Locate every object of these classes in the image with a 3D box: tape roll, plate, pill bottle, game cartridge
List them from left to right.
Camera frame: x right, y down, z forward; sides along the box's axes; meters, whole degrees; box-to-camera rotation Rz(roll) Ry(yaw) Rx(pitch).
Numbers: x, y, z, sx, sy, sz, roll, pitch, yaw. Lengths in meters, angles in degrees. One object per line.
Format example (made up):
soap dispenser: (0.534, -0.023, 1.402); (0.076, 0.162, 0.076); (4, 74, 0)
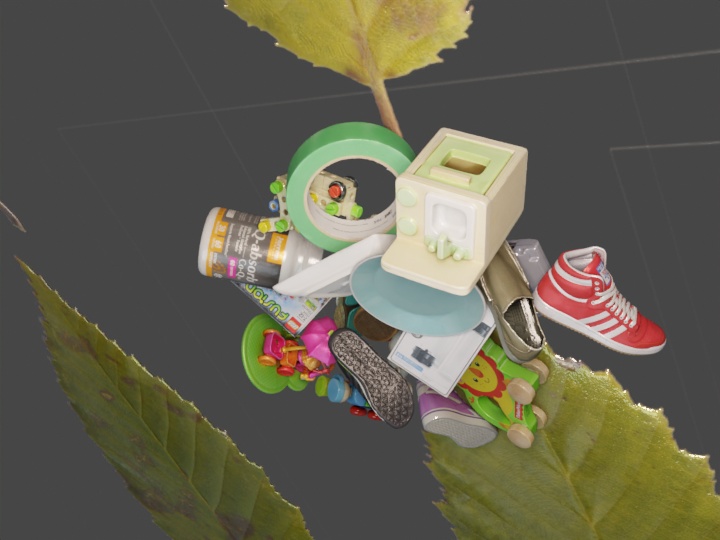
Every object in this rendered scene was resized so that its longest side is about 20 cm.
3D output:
pill bottle: (-0.160, -0.031, 1.610); (0.198, 0.117, 0.117); (11, 142, 0)
tape roll: (-0.008, -0.115, 1.401); (0.198, 0.048, 0.202); (-1, 129, -2)
plate: (0.000, 0.000, 1.450); (0.199, 0.199, 0.033); (-26, 77, 30)
plate: (0.082, 0.029, 1.374); (0.198, 0.026, 0.201); (13, 147, 9)
game cartridge: (0.205, 0.017, 1.466); (0.199, 0.041, 0.134); (-3, 126, 41)

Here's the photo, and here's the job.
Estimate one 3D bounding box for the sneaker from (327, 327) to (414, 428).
sneaker: (0.018, 0.174, 1.625); (0.201, 0.071, 0.083); (53, 169, 6)

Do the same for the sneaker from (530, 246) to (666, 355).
sneaker: (0.347, 0.040, 1.344); (0.198, 0.072, 0.113); (21, 130, -2)

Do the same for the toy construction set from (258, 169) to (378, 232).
toy construction set: (-0.060, -0.094, 1.510); (0.198, 0.092, 0.132); (17, 116, 12)

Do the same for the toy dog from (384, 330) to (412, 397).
toy dog: (0.057, 0.141, 1.667); (0.095, 0.133, 0.201); (13, 134, -6)

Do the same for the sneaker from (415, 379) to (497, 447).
sneaker: (0.170, 0.240, 1.725); (0.072, 0.115, 0.200); (-34, 140, 22)

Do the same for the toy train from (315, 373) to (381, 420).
toy train: (-0.035, 0.222, 1.810); (0.115, 0.086, 0.199); (13, 173, -27)

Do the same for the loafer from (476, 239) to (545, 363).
loafer: (0.209, 0.030, 1.346); (0.202, 0.075, 0.070); (65, 162, -1)

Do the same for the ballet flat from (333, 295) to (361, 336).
ballet flat: (-0.012, 0.039, 1.653); (0.070, 0.071, 0.201); (27, 141, 12)

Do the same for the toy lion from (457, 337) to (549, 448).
toy lion: (0.216, 0.186, 1.631); (0.190, 0.069, 0.201); (23, 143, 29)

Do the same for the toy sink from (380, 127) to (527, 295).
toy sink: (0.122, -0.085, 1.272); (0.129, 0.200, 0.113); (18, 135, 24)

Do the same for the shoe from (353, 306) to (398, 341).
shoe: (0.050, 0.054, 1.516); (0.070, 0.053, 0.200); (43, 146, -1)

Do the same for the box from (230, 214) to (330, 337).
box: (-0.151, 0.010, 1.699); (0.200, 0.035, 0.110); (41, 103, -8)

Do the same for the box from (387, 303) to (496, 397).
box: (0.135, 0.081, 1.465); (0.116, 0.060, 0.201); (34, 126, 5)

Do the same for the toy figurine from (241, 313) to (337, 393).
toy figurine: (-0.088, 0.154, 1.802); (0.183, 0.152, 0.200); (-11, 146, 34)
